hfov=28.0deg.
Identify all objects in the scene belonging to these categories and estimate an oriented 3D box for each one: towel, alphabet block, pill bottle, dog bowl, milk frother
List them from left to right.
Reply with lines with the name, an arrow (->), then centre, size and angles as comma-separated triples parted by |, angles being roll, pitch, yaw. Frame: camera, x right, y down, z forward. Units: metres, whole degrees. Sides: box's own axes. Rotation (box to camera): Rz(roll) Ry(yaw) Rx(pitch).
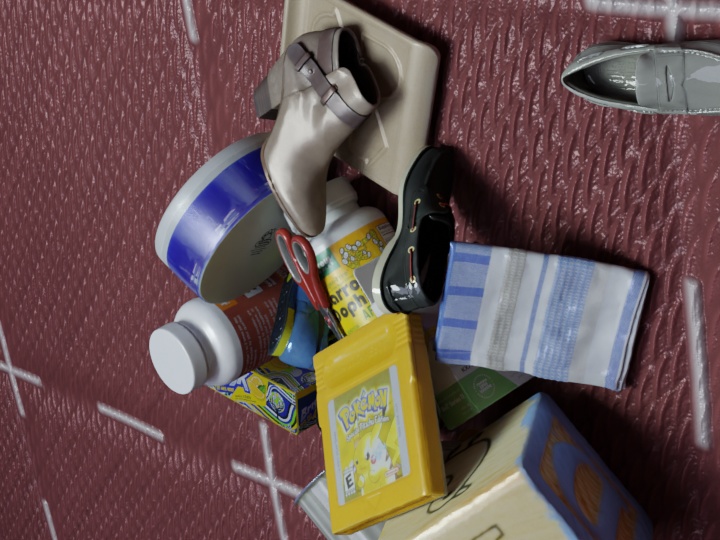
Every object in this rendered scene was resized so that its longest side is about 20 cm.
pill bottle -> -0.154, 0.071, 1.762 | 0.112, 0.200, 0.113 | 26, 129, 37
dog bowl -> -0.136, -0.059, 1.666 | 0.079, 0.200, 0.200 | 45, 139, 18
milk frother -> -0.014, 0.350, 1.751 | 0.188, 0.200, 0.181 | 49, 158, 14
pill bottle -> 0.000, 0.000, 1.615 | 0.200, 0.113, 0.113 | 59, 142, 5
alphabet block -> 0.157, 0.278, 1.456 | 0.200, 0.195, 0.197 | -37, 95, 22
towel -> 0.177, 0.047, 1.424 | 0.199, 0.024, 0.147 | 10, 124, 2

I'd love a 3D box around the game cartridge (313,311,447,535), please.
game cartridge -> 0.015, 0.156, 1.490 | 0.176, 0.032, 0.201 | -34, 58, 48

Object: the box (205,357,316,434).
box -> -0.128, 0.139, 1.877 | 0.200, 0.070, 0.065 | 22, 125, 39

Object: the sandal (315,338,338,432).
sandal -> -0.022, 0.098, 1.704 | 0.076, 0.043, 0.201 | 5, 89, 46

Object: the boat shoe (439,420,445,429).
boat shoe -> 0.016, 0.159, 1.732 | 0.200, 0.062, 0.071 | 18, 126, 44

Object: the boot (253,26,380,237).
boot -> -0.038, -0.151, 1.518 | 0.146, 0.070, 0.201 | -24, 85, 39

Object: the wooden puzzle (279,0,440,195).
wooden puzzle -> 0.000, -0.201, 1.558 | 0.200, 0.046, 0.186 | 31, 132, 28

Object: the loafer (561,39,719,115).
loafer -> 0.265, -0.163, 1.251 | 0.200, 0.070, 0.070 | 9, 118, 46

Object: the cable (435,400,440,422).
cable -> 0.045, 0.142, 1.580 | 0.200, 0.050, 0.097 | -38, 65, 63

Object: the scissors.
scissors -> -0.041, 0.043, 1.592 | 0.073, 0.014, 0.201 | 2, 119, 61

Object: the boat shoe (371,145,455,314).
boat shoe -> 0.070, -0.044, 1.474 | 0.063, 0.202, 0.074 | -7, 140, 33

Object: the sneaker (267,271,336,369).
sneaker -> -0.054, 0.041, 1.681 | 0.078, 0.200, 0.066 | 20, 129, -10

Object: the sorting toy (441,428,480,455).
sorting toy -> 0.104, 0.265, 1.672 | 0.200, 0.107, 0.180 | 50, 159, -7

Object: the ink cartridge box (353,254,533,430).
ink cartridge box -> 0.095, 0.051, 1.533 | 0.200, 0.117, 0.067 | 57, 145, 7
